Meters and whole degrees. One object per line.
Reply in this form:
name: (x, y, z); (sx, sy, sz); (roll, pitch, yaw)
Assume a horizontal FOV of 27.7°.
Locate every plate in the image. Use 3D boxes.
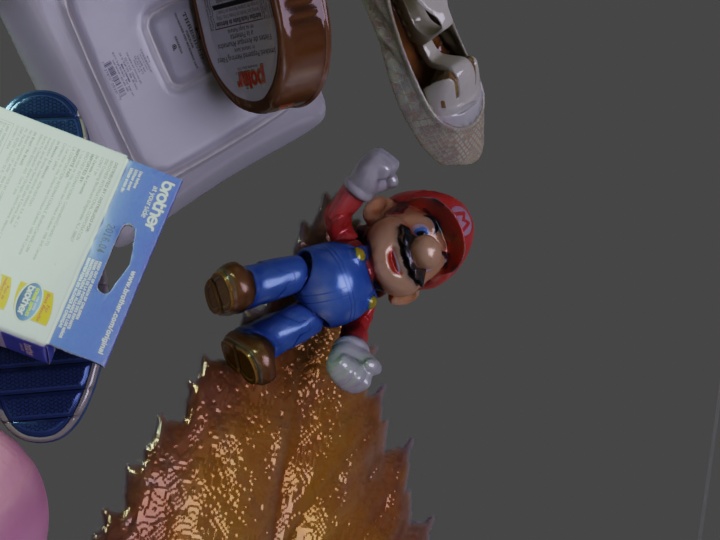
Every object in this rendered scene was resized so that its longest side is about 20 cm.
plate: (-0.119, -0.147, 0.940); (0.199, 0.032, 0.202); (-35, 113, -32)

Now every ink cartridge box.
ink cartridge box: (-0.208, -0.029, 0.794); (0.197, 0.042, 0.121); (20, 68, 1)

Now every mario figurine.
mario figurine: (0.000, 0.000, 0.990); (0.198, 0.106, 0.125); (-26, 142, -27)

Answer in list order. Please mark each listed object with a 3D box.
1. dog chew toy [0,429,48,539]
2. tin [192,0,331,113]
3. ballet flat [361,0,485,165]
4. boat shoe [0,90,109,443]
dog chew toy: (-0.256, 0.098, 0.790); (0.124, 0.124, 0.202); (-38, 106, -30)
tin: (-0.071, -0.195, 0.887); (0.041, 0.112, 0.203); (-17, 101, -27)
ballet flat: (0.049, -0.158, 1.053); (0.067, 0.062, 0.201); (-41, 116, -25)
boat shoe: (-0.177, 0.002, 0.852); (0.071, 0.072, 0.203); (1, 76, -3)
